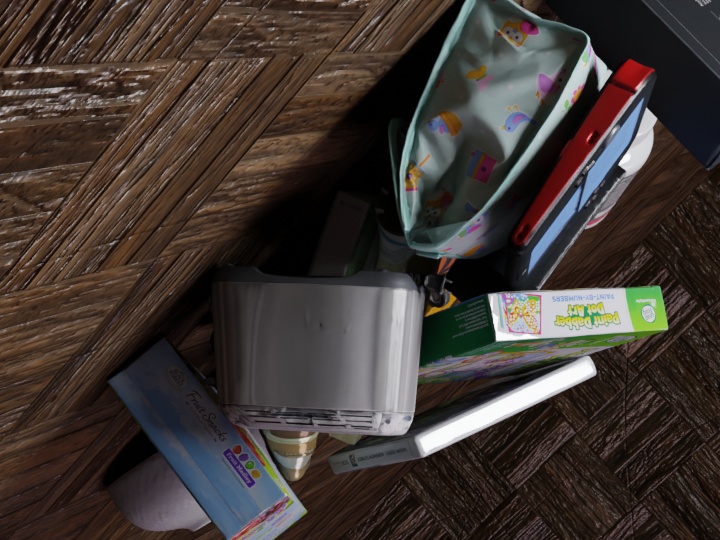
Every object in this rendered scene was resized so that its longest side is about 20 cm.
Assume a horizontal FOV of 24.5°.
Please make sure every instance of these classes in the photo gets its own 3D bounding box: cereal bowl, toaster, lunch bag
[{"bbox_3d":[-0.149,0.201,1.651,0.200,0.083,0.200,-31,174,-4],"label":"cereal bowl"},{"bbox_3d":[-0.026,0.064,1.323,0.114,0.200,0.129,21,71,-79],"label":"toaster"},{"bbox_3d":[0.099,-0.101,1.286,0.200,0.122,0.170,-64,166,5],"label":"lunch bag"}]

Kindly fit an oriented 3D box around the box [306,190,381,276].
[{"bbox_3d":[0.000,0.000,1.481,0.145,0.036,0.200,-70,166,8],"label":"box"}]

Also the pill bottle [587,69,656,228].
[{"bbox_3d":[0.250,-0.132,1.790,0.111,0.111,0.200,-37,168,-24],"label":"pill bottle"}]

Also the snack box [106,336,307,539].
[{"bbox_3d":[-0.127,0.154,1.420,0.068,0.169,0.200,-37,169,-6],"label":"snack box"}]

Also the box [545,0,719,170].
[{"bbox_3d":[0.277,-0.200,1.395,0.141,0.200,0.079,-31,164,-43],"label":"box"}]

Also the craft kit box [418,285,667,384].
[{"bbox_3d":[0.124,0.058,1.424,0.197,0.049,0.200,-5,169,-36],"label":"craft kit box"}]

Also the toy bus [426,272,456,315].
[{"bbox_3d":[0.066,0.018,1.802,0.065,0.078,0.200,-33,166,-42],"label":"toy bus"}]

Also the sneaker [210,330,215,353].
[{"bbox_3d":[-0.088,0.069,1.496,0.091,0.066,0.200,-49,169,21],"label":"sneaker"}]

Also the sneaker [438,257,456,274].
[{"bbox_3d":[0.046,-0.012,1.624,0.200,0.078,0.112,-47,169,23],"label":"sneaker"}]

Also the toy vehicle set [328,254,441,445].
[{"bbox_3d":[0.029,0.050,1.532,0.124,0.026,0.200,-41,150,-60],"label":"toy vehicle set"}]

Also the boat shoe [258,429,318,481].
[{"bbox_3d":[-0.076,0.131,1.563,0.200,0.072,0.076,-97,-172,-67],"label":"boat shoe"}]

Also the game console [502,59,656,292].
[{"bbox_3d":[0.168,-0.066,1.293,0.177,0.031,0.200,-57,170,-9],"label":"game console"}]

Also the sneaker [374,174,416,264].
[{"bbox_3d":[0.076,-0.080,1.443,0.200,0.075,0.087,-42,165,-27],"label":"sneaker"}]

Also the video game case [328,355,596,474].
[{"bbox_3d":[0.090,0.133,1.519,0.200,0.023,0.182,-22,179,-28],"label":"video game case"}]

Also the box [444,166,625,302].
[{"bbox_3d":[0.152,-0.035,1.505,0.141,0.079,0.200,-55,177,-10],"label":"box"}]
